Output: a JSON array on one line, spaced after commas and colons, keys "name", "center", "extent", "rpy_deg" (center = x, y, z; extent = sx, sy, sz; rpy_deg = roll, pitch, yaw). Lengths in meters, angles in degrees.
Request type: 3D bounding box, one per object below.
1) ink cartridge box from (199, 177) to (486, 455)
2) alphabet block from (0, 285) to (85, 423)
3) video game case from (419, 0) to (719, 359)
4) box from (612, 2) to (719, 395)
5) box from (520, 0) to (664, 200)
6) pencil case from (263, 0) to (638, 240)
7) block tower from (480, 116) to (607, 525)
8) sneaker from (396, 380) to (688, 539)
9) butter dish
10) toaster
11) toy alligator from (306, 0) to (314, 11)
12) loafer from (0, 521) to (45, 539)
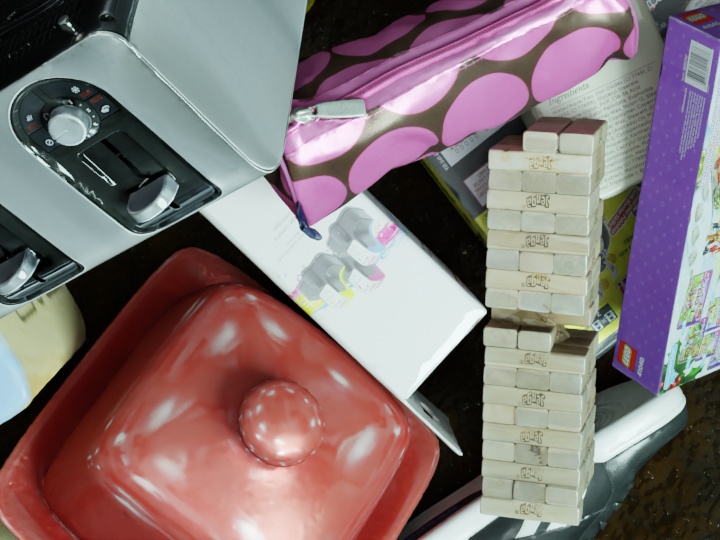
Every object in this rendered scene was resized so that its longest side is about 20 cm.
[{"name": "ink cartridge box", "center": [0.000, 0.000, 0.984], "extent": [0.200, 0.115, 0.068], "rpy_deg": [44, 93, -5]}, {"name": "alphabet block", "center": [-0.278, 0.016, 0.941], "extent": [0.194, 0.200, 0.197], "rpy_deg": [-30, 96, 4]}, {"name": "video game case", "center": [0.146, -0.077, 1.022], "extent": [0.200, 0.026, 0.181], "rpy_deg": [-38, 96, 3]}, {"name": "box", "center": [0.203, -0.045, 0.949], "extent": [0.136, 0.039, 0.201], "rpy_deg": [-17, 126, -34]}, {"name": "box", "center": [0.104, -0.139, 0.967], "extent": [0.082, 0.068, 0.201], "rpy_deg": [-23, 96, 1]}, {"name": "pencil case", "center": [0.037, -0.096, 0.878], "extent": [0.199, 0.094, 0.091], "rpy_deg": [-29, 72, -7]}, {"name": "block tower", "center": [0.094, 0.025, 0.938], "extent": [0.054, 0.058, 0.202], "rpy_deg": [5, 103, 15]}, {"name": "sneaker", "center": [0.118, 0.152, 1.031], "extent": [0.199, 0.073, 0.112], "rpy_deg": [-34, 99, 12]}, {"name": "butter dish", "center": [-0.058, 0.094, 0.952], "extent": [0.199, 0.148, 0.200], "rpy_deg": [38, 64, -3]}, {"name": "toaster", "center": [-0.131, -0.093, 0.831], "extent": [0.180, 0.201, 0.119], "rpy_deg": [-26, 127, 27]}, {"name": "toy alligator", "center": [-0.057, -0.169, 0.996], "extent": [0.054, 0.059, 0.201], "rpy_deg": [27, 99, 38]}, {"name": "loafer", "center": [-0.246, 0.168, 1.000], "extent": [0.198, 0.067, 0.077], "rpy_deg": [-9, 89, 18]}]
